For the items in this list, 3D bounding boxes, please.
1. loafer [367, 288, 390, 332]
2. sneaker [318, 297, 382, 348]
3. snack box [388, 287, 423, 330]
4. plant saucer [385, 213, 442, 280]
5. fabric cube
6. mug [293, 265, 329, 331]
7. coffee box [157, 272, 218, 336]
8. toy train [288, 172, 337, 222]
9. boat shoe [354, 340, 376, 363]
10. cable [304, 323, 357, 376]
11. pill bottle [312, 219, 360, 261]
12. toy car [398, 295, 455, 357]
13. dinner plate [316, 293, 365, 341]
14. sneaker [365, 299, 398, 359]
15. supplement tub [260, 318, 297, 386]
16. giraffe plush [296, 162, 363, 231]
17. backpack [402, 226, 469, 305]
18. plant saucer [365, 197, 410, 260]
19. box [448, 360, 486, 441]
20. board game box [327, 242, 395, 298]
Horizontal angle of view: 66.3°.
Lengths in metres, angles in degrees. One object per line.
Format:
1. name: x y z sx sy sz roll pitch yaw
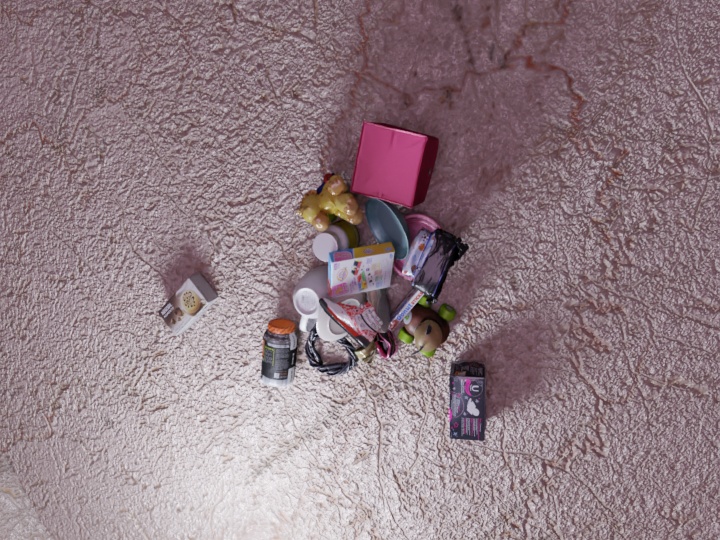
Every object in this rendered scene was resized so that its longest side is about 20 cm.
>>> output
1. loafer: 0.051 0.101 1.740 0.061 0.071 0.207 -18 64 34
2. sneaker: -0.025 0.125 1.654 0.200 0.067 0.108 41 78 6
3. snack box: 0.147 0.101 1.703 0.024 0.073 0.201 32 126 -6
4. plant saucer: 0.175 -0.073 1.697 0.193 0.051 0.209 4 103 16
5. fabric cube: 0.102 -0.308 1.591 0.194 0.199 0.203 17 105 13
6. mug: -0.147 0.100 1.769 0.144 0.175 0.206 22 107 12
7. coffee box: -0.617 0.122 1.976 0.199 0.080 0.114 -41 89 21
8. toy train: -0.117 -0.191 1.707 0.115 0.085 0.200 42 83 9
9. boat shoe: 0.024 0.263 1.742 0.072 0.201 0.064 -35 82 -10
10. cable: -0.099 0.281 1.860 0.196 0.051 0.167 29 109 9
11. pill bottle: -0.075 -0.089 1.693 0.107 0.200 0.116 3 103 15
12. toy car: 0.188 0.184 1.667 0.155 0.200 0.168 29 108 9
13. dinner plate: -0.055 0.141 1.746 0.024 0.196 0.206 35 112 39
14. sneaker: 0.061 0.190 1.766 0.077 0.095 0.206 -22 93 22
15. supplement tub: -0.275 0.278 1.877 0.118 0.122 0.208 11 105 15
16. giraffe plush: -0.101 -0.188 1.591 0.160 0.173 0.203 -34 64 1
17. backpack: 0.206 -0.031 1.569 0.152 0.190 0.204 32 104 12
18. plant saucer: 0.087 -0.129 1.618 0.035 0.199 0.204 -31 90 -21
19. box: 0.332 0.399 1.703 0.110 0.132 0.208 1 102 13
20. board game box: 0.000 0.000 1.640 0.193 0.041 0.156 -10 136 -15
